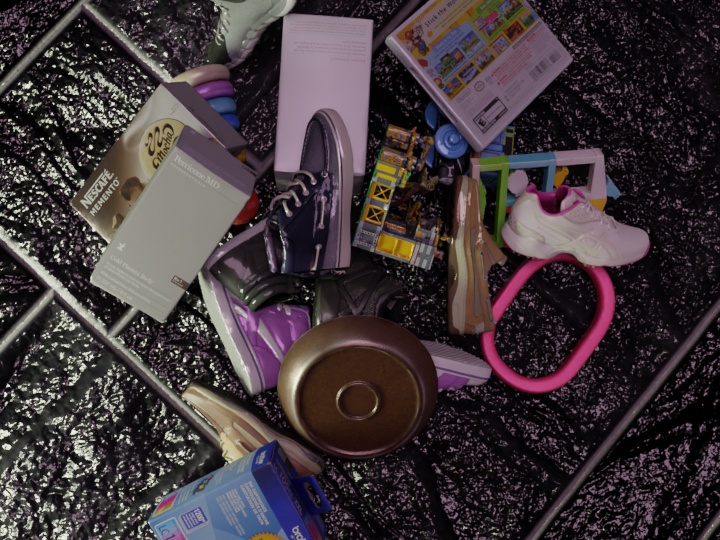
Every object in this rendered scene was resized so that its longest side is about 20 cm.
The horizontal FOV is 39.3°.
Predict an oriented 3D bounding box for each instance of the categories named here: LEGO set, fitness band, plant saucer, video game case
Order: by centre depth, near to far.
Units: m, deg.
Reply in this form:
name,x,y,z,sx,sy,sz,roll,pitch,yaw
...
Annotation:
name,x,y,z,sx,sy,sz,roll,pitch,yaw
plant saucer,-0.003,0.152,1.220,0.197,0.035,0.203,0,114,0
LEGO set,0.066,-0.090,1.227,0.115,0.200,0.155,17,102,-1
video game case,0.154,-0.279,1.281,0.200,0.023,0.182,-44,96,-23
fitness band,0.244,0.063,1.310,0.143,0.037,0.201,38,83,2

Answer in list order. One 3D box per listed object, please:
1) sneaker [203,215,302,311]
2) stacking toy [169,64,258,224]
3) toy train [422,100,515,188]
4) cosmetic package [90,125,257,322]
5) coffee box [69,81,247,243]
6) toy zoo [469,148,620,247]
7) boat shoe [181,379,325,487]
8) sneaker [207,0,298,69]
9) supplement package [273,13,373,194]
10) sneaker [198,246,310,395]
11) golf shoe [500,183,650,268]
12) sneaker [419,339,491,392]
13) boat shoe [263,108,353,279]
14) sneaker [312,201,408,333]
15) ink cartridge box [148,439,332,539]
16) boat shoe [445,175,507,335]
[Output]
name,x,y,z,sx,sy,sz,roll,pitch,yaw
sneaker,-0.087,-0.023,1.238,0.199,0.071,0.100,-36,86,-25
stacking toy,-0.178,-0.158,1.298,0.084,0.085,0.202,-20,89,-6
toy train,0.146,-0.207,1.320,0.113,0.087,0.203,7,80,-11
cosmetic package,-0.216,-0.053,1.171,0.106,0.090,0.201,31,114,-14
coffee box,-0.250,-0.120,1.247,0.113,0.080,0.200,44,108,2
toy zoo,0.237,-0.091,1.295,0.197,0.021,0.132,-4,127,-4
boat shoe,-0.140,0.212,1.251,0.199,0.076,0.074,34,87,1
sneaker,-0.168,-0.331,1.253,0.115,0.199,0.076,11,60,-36
supplement package,-0.047,-0.208,1.289,0.116,0.117,0.203,3,82,-3
sneaker,-0.130,0.045,1.275,0.113,0.073,0.202,-23,85,-19
golf shoe,0.280,-0.057,1.269,0.197,0.076,0.092,5,123,-13
sneaker,0.063,0.149,1.282,0.198,0.073,0.116,8,101,-7
boat shoe,-0.063,-0.087,1.169,0.092,0.074,0.203,-5,94,-34
sneaker,0.000,0.000,1.272,0.113,0.076,0.201,7,57,-9
ink cartridge box,-0.130,0.297,1.201,0.198,0.076,0.137,-28,101,7
boat shoe,0.146,-0.019,1.262,0.075,0.072,0.203,0,106,2
